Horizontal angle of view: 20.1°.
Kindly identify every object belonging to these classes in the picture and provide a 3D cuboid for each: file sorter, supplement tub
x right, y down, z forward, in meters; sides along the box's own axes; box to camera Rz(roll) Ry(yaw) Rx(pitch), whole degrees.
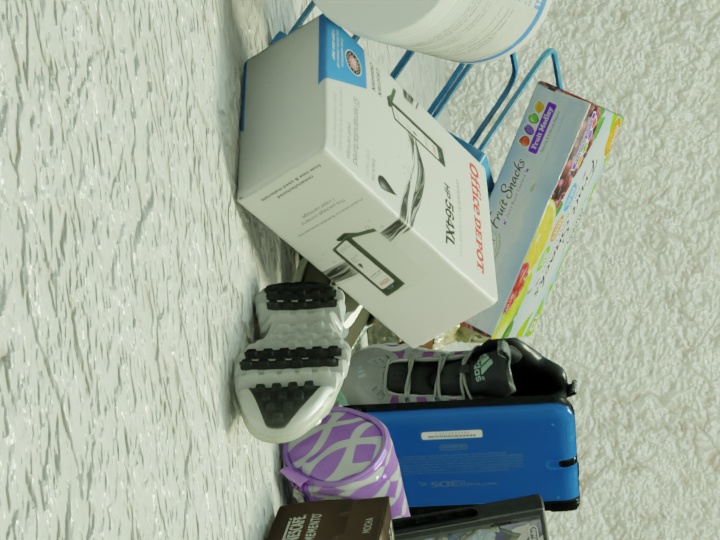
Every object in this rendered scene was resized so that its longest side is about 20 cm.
[{"bbox_3d":[0.052,-0.156,1.643,0.123,0.199,0.139,-55,163,-9],"label":"file sorter"},{"bbox_3d":[0.053,-0.223,1.475,0.200,0.131,0.133,-2,84,-66],"label":"supplement tub"}]

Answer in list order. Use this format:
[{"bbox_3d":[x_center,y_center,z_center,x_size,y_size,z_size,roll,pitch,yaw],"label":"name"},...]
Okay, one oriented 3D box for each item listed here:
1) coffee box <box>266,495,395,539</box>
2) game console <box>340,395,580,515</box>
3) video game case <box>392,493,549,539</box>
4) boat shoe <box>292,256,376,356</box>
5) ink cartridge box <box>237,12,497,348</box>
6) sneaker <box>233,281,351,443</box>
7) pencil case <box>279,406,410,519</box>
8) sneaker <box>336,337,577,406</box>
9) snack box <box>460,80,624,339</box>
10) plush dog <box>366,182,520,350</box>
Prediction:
[{"bbox_3d":[-0.010,0.264,1.343,0.113,0.079,0.202,-62,145,-76],"label":"coffee box"},{"bbox_3d":[0.082,0.143,1.698,0.119,0.198,0.172,-86,171,-51],"label":"game console"},{"bbox_3d":[0.054,0.265,1.440,0.026,0.179,0.201,-98,178,-67],"label":"video game case"},{"bbox_3d":[-0.001,-0.002,1.564,0.072,0.060,0.202,57,40,-38],"label":"boat shoe"},{"bbox_3d":[0.007,-0.062,1.454,0.200,0.084,0.147,40,33,-35],"label":"ink cartridge box"},{"bbox_3d":[-0.041,0.075,1.338,0.200,0.075,0.082,-76,167,-70],"label":"sneaker"},{"bbox_3d":[-0.004,0.193,1.471,0.086,0.084,0.201,-45,137,-34],"label":"pencil case"},{"bbox_3d":[0.083,0.085,1.684,0.140,0.199,0.078,128,-34,-65],"label":"sneaker"},{"bbox_3d":[0.141,-0.046,1.642,0.201,0.053,0.142,-67,164,7],"label":"snack box"},{"bbox_3d":[0.051,-0.011,1.887,0.160,0.199,0.173,7,-71,52],"label":"plush dog"}]
